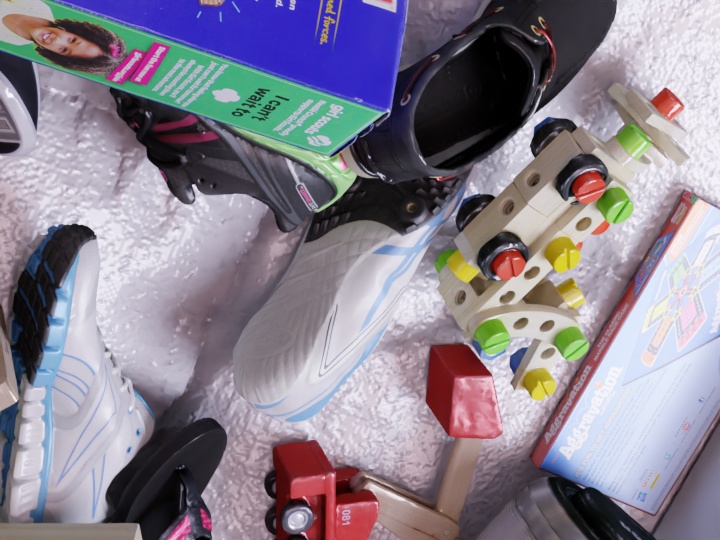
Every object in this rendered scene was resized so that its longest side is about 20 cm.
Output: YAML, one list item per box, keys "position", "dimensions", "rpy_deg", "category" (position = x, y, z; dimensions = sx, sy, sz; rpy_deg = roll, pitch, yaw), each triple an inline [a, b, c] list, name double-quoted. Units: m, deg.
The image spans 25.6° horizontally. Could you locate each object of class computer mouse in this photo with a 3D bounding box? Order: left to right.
- position: [-0.214, -0.144, 0.787]
  dimensions: [0.044, 0.109, 0.201]
  rpy_deg: [-54, 135, -33]
  category: "computer mouse"

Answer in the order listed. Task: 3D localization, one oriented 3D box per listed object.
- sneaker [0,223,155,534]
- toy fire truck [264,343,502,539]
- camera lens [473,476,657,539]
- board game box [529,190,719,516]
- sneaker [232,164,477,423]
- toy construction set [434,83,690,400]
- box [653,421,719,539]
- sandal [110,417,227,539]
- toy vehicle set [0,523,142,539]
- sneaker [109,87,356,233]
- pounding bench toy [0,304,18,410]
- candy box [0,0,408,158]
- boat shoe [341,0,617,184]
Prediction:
- position: [-0.156, 0.064, 0.895]
  dimensions: [0.086, 0.075, 0.201]
  rpy_deg: [0, 119, -24]
  category: "sneaker"
- position: [0.013, 0.151, 0.987]
  dimensions: [0.140, 0.049, 0.202]
  rpy_deg: [-6, 113, -16]
  category: "toy fire truck"
- position: [0.112, 0.243, 0.990]
  dimensions: [0.160, 0.160, 0.200]
  rpy_deg: [38, 98, -26]
  category: "camera lens"
- position: [0.200, 0.057, 1.024]
  dimensions: [0.102, 0.019, 0.201]
  rpy_deg: [24, 103, -25]
  category: "board game box"
- position: [0.000, 0.000, 0.921]
  dimensions: [0.201, 0.072, 0.072]
  rpy_deg: [-53, 151, 1]
  category: "sneaker"
- position: [0.120, -0.023, 0.919]
  dimensions: [0.131, 0.092, 0.201]
  rpy_deg: [27, 101, -43]
  category: "toy construction set"
- position: [0.305, 0.139, 1.046]
  dimensions: [0.124, 0.098, 0.201]
  rpy_deg: [23, 102, -24]
  category: "box"
- position: [-0.124, 0.174, 0.940]
  dimensions: [0.075, 0.045, 0.201]
  rpy_deg: [-1, 124, -59]
  category: "sandal"
- position: [-0.216, 0.200, 0.901]
  dimensions: [0.198, 0.027, 0.125]
  rpy_deg: [-1, 122, 5]
  category: "toy vehicle set"
- position: [-0.097, -0.081, 0.843]
  dimensions: [0.199, 0.077, 0.084]
  rpy_deg: [31, 116, -14]
  category: "sneaker"
- position: [-0.258, 0.022, 0.766]
  dimensions: [0.124, 0.200, 0.157]
  rpy_deg: [-28, 117, -4]
  category: "pounding bench toy"
- position: [-0.074, -0.169, 0.776]
  dimensions: [0.199, 0.077, 0.171]
  rpy_deg: [16, 71, -22]
  category: "candy box"
- position: [0.078, -0.107, 0.863]
  dimensions: [0.201, 0.063, 0.074]
  rpy_deg: [-34, 115, -32]
  category: "boat shoe"
